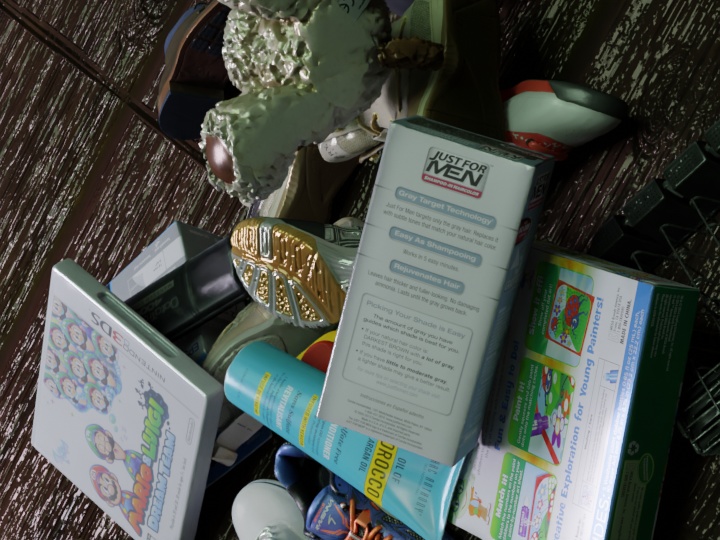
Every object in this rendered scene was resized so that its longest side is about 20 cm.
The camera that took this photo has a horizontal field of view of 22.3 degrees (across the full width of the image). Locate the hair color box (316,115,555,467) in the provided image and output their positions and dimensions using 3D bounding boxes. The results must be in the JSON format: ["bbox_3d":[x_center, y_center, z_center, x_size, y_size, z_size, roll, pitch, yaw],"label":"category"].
[{"bbox_3d":[0.047,0.012,1.167,0.099,0.061,0.201,18,105,16],"label":"hair color box"}]

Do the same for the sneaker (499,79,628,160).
[{"bbox_3d":[0.104,-0.074,1.293,0.201,0.067,0.108,4,78,51],"label":"sneaker"}]

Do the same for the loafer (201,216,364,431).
[{"bbox_3d":[-0.057,0.041,1.419,0.200,0.072,0.063,-45,28,9],"label":"loafer"}]

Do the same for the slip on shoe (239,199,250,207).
[{"bbox_3d":[-0.065,-0.149,1.509,0.076,0.060,0.201,29,96,49],"label":"slip on shoe"}]

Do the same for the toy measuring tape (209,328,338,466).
[{"bbox_3d":[-0.037,0.104,1.365,0.200,0.073,0.074,-41,48,23],"label":"toy measuring tape"}]

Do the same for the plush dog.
[{"bbox_3d":[-0.041,-0.159,1.248,0.172,0.160,0.201,-136,42,-69],"label":"plush dog"}]

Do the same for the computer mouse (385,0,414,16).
[{"bbox_3d":[0.039,-0.219,1.337,0.138,0.200,0.053,1,83,15],"label":"computer mouse"}]

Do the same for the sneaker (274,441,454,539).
[{"bbox_3d":[-0.001,0.185,1.289,0.200,0.078,0.076,41,108,47],"label":"sneaker"}]

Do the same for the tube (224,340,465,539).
[{"bbox_3d":[-0.009,0.112,1.274,0.200,0.050,0.078,27,114,34],"label":"tube"}]

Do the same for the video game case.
[{"bbox_3d":[-0.189,0.117,1.450,0.182,0.024,0.201,37,133,26],"label":"video game case"}]

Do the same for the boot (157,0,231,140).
[{"bbox_3d":[-0.128,-0.214,1.580,0.200,0.074,0.097,-51,37,39],"label":"boot"}]

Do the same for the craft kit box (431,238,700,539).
[{"bbox_3d":[0.121,0.087,1.176,0.197,0.048,0.201,21,103,54],"label":"craft kit box"}]

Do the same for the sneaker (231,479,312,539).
[{"bbox_3d":[-0.049,0.215,1.334,0.073,0.071,0.200,-59,42,11],"label":"sneaker"}]

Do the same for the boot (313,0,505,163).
[{"bbox_3d":[0.027,-0.100,1.291,0.154,0.072,0.201,-26,49,45],"label":"boot"}]

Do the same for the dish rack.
[{"bbox_3d":[0.231,0.011,1.131,0.153,0.054,0.200,-45,48,27],"label":"dish rack"}]

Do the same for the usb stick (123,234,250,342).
[{"bbox_3d":[-0.156,0.033,1.461,0.200,0.033,0.056,-30,61,33],"label":"usb stick"}]

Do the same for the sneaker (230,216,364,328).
[{"bbox_3d":[0.000,0.000,1.338,0.199,0.088,0.076,16,120,29],"label":"sneaker"}]

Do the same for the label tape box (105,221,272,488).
[{"bbox_3d":[-0.156,0.082,1.511,0.143,0.066,0.201,-39,47,30],"label":"label tape box"}]

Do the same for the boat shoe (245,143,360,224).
[{"bbox_3d":[-0.047,-0.083,1.457,0.065,0.072,0.201,30,103,44],"label":"boat shoe"}]
